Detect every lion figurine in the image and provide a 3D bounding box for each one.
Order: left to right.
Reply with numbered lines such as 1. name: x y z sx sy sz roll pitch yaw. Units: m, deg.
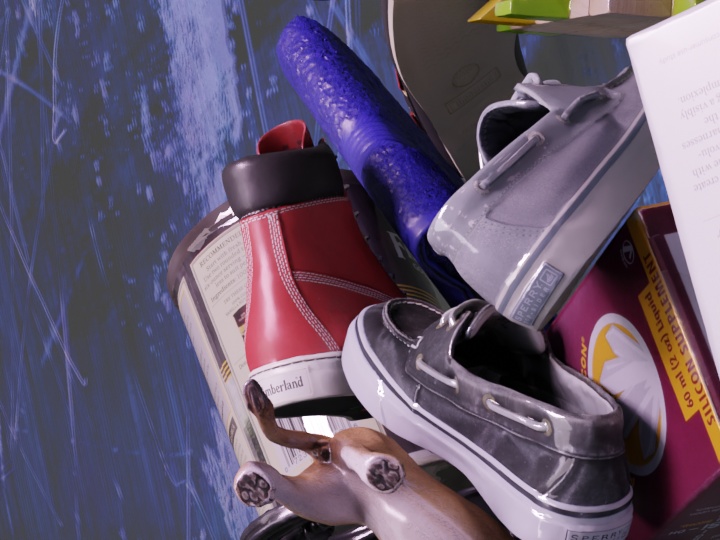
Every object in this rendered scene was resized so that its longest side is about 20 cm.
1. lion figurine: 0.030 0.114 0.920 0.200 0.072 0.122 49 -171 2

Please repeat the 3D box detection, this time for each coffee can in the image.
1. coffee can: -0.012 0.065 1.258 0.147 0.146 0.200 107 146 -53

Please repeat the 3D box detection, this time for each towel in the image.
1. towel: 0.033 -0.041 1.159 0.148 0.049 0.200 54 -178 -45

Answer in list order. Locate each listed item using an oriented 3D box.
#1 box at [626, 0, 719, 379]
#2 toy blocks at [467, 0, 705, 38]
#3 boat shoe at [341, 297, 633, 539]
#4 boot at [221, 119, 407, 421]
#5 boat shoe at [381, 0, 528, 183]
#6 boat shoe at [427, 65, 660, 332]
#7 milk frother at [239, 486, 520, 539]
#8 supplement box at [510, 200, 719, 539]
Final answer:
1. box: 0.181 0.000 0.681 0.124 0.097 0.201 -23 76 40
2. toy blocks: 0.108 -0.168 0.901 0.200 0.100 0.137 -158 72 -79
3. boat shoe: 0.058 0.046 0.930 0.200 0.072 0.071 37 124 53
4. boot: 0.000 0.000 1.094 0.200 0.072 0.145 13 -116 -63
5. boat shoe: 0.043 -0.114 1.050 0.063 0.074 0.202 55 174 35
6. boat shoe: 0.082 -0.048 0.896 0.071 0.201 0.070 35 123 3
7. milk frother: 0.056 0.194 1.064 0.188 0.199 0.181 -119 30 -41
8. supplement box: 0.137 0.057 0.923 0.200 0.085 0.111 117 138 -61
